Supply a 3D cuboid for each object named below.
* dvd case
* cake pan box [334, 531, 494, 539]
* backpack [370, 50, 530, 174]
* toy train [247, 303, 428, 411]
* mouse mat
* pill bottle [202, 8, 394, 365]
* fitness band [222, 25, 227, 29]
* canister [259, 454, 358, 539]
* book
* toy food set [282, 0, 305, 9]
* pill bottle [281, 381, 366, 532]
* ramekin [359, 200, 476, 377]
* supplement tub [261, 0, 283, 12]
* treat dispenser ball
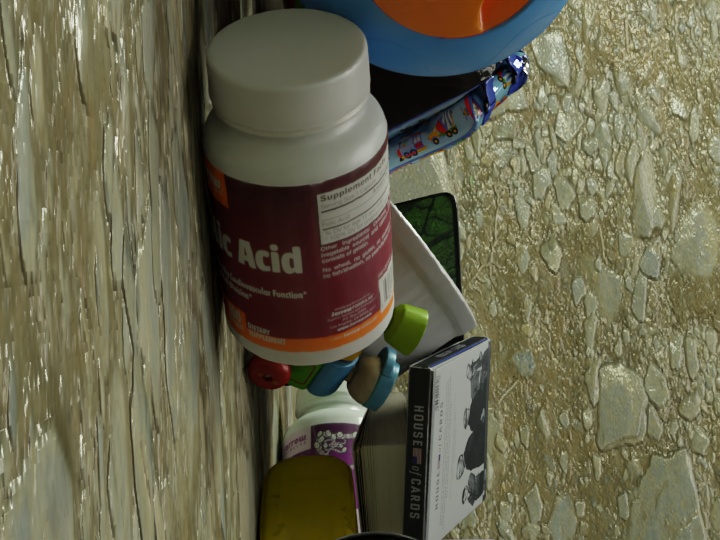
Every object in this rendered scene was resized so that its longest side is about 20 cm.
[{"bbox_3d":[0.075,0.142,1.254,0.200,0.025,0.152,-12,105,-71],"label":"dvd case"},{"bbox_3d":[0.010,0.284,1.044,0.052,0.183,0.202,99,-11,-72],"label":"cake pan box"},{"bbox_3d":[0.062,-0.192,1.264,0.135,0.182,0.200,56,40,-13],"label":"backpack"},{"bbox_3d":[0.002,0.024,1.115,0.200,0.115,0.085,-56,-165,41],"label":"toy train"},{"bbox_3d":[0.004,0.018,1.396,0.008,0.199,0.162,31,52,-56],"label":"mouse mat"},{"bbox_3d":[-0.038,-0.051,0.922,0.115,0.113,0.201,-91,178,-53],"label":"pill bottle"},{"bbox_3d":[-0.075,-0.076,1.066,0.144,0.037,0.202,-88,174,-76],"label":"fitness band"},{"bbox_3d":[-0.036,0.275,1.247,0.149,0.086,0.201,-92,178,-56],"label":"canister"},{"bbox_3d":[0.029,0.221,1.278,0.134,0.048,0.202,-71,158,-76],"label":"book"},{"bbox_3d":[-0.028,-0.220,1.108,0.198,0.048,0.201,115,-20,-62],"label":"toy food set"},{"bbox_3d":[-0.022,0.205,1.435,0.113,0.111,0.201,87,1,-54],"label":"pill bottle"},{"bbox_3d":[0.000,0.000,1.271,0.201,0.098,0.200,51,-4,5],"label":"ramekin"},{"bbox_3d":[-0.021,-0.205,1.417,0.145,0.144,0.202,-87,175,-80],"label":"supplement tub"},{"bbox_3d":[0.046,-0.224,0.931,0.201,0.199,0.203,-2,90,-89],"label":"treat dispenser ball"}]
